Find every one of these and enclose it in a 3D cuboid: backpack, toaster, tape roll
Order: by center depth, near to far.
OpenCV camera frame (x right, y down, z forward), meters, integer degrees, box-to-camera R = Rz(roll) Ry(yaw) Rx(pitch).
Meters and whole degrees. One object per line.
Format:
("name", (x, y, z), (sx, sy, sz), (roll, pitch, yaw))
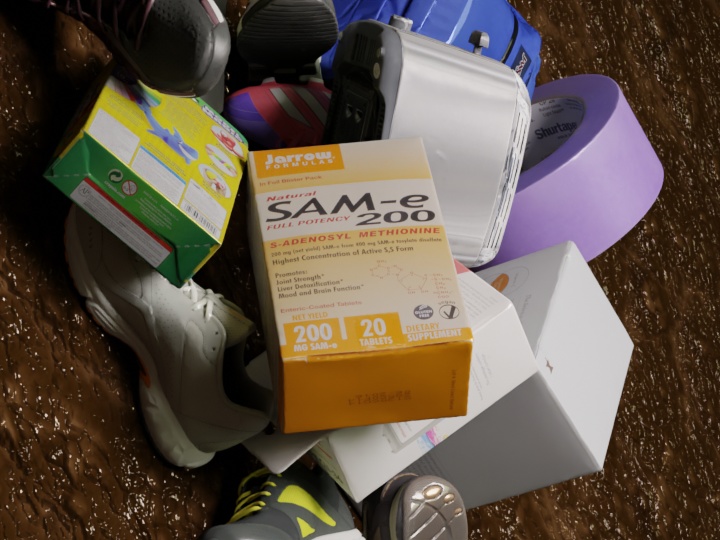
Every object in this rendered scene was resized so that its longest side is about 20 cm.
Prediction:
("toaster", (0.041, -0.080, 1.649), (0.128, 0.114, 0.201), (8, 100, -22))
("backpack", (0.057, -0.162, 1.821), (0.163, 0.167, 0.200), (-58, 135, -15))
("tape roll", (0.147, -0.073, 1.896), (0.085, 0.199, 0.200), (58, 31, -21))

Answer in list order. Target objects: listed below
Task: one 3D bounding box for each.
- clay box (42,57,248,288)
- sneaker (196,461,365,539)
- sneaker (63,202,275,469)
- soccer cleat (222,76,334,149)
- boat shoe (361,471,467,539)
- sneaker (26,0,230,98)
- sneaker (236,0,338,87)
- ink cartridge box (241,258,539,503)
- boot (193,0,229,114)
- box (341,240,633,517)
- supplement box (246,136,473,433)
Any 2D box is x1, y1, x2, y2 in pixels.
("clay box", (-0.136, -0.075, 1.492), (0.115, 0.048, 0.200), (40, 18, -12))
("sneaker", (-0.065, 0.171, 1.521), (0.200, 0.074, 0.085), (11, 56, -67))
("sneaker", (-0.117, 0.026, 1.484), (0.201, 0.092, 0.076), (64, 30, -10))
("soccer cleat", (-0.011, -0.090, 1.714), (0.199, 0.067, 0.077), (14, 62, -28))
("boat shoe", (0.041, 0.235, 1.636), (0.074, 0.073, 0.202), (-15, 110, -35))
("sneaker", (-0.180, -0.174, 1.467), (0.115, 0.076, 0.200), (3, 27, -47))
("sneaker", (-0.055, -0.193, 1.663), (0.200, 0.073, 0.089), (122, -30, -77))
("ink cartridge box", (0.006, 0.078, 1.550), (0.116, 0.199, 0.068), (39, -22, 51))
("boot", (-0.118, -0.186, 1.660), (0.200, 0.077, 0.139), (-45, 122, -55))
("box", (0.083, 0.088, 1.682), (0.107, 0.199, 0.153), (57, 32, -24))
("supplement box", (-0.004, 0.006, 1.492), (0.201, 0.125, 0.074), (-103, -170, -46))
